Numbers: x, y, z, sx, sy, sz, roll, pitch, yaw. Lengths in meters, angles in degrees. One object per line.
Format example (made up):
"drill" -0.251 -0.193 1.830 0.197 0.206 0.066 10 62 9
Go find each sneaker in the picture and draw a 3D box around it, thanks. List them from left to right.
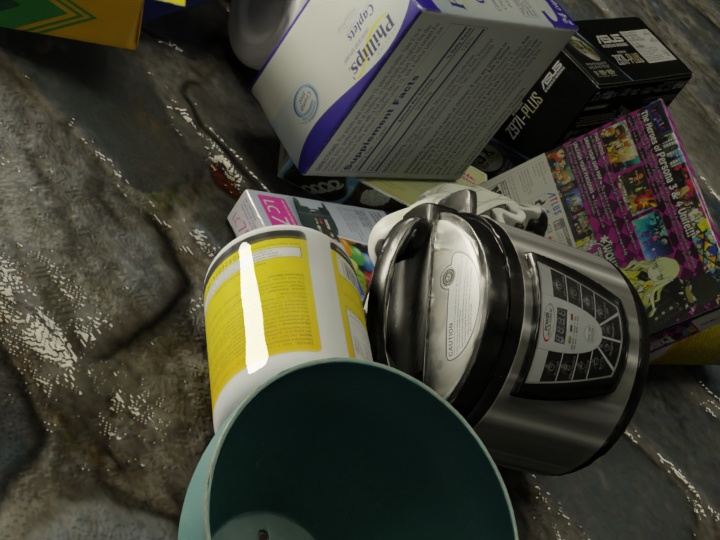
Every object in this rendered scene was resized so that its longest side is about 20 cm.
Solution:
"sneaker" 0.065 -0.031 1.379 0.081 0.076 0.199 38 26 30

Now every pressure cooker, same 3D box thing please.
"pressure cooker" 0.088 0.053 1.256 0.198 0.180 0.176 17 25 -31

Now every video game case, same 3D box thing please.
"video game case" 0.204 -0.020 1.434 0.036 0.180 0.202 40 29 -56

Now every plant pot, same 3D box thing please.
"plant pot" -0.026 0.169 0.997 0.198 0.135 0.202 14 61 -26

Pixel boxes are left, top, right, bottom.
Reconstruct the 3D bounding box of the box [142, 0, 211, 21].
"box" -0.144 -0.279 1.485 0.198 0.033 0.122 -19 52 -8

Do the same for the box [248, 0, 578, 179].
"box" 0.043 -0.174 1.423 0.199 0.184 0.105 -2 50 -46

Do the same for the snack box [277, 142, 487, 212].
"snack box" 0.024 -0.082 1.498 0.199 0.037 0.117 26 34 -18

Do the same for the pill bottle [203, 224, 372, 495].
"pill bottle" -0.046 0.071 1.152 0.111 0.112 0.201 21 35 -25

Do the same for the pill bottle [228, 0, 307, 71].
"pill bottle" -0.011 -0.213 1.559 0.199 0.112 0.112 13 38 -40

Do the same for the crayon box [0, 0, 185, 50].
"crayon box" -0.237 -0.238 1.371 0.198 0.051 0.128 9 37 -9

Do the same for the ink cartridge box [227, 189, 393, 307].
"ink cartridge box" 0.000 0.000 1.366 0.199 0.042 0.120 10 41 -41

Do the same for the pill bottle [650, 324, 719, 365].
"pill bottle" 0.269 0.027 1.531 0.199 0.113 0.113 3 44 -43

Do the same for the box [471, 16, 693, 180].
"box" 0.201 -0.151 1.649 0.086 0.164 0.199 49 33 19
